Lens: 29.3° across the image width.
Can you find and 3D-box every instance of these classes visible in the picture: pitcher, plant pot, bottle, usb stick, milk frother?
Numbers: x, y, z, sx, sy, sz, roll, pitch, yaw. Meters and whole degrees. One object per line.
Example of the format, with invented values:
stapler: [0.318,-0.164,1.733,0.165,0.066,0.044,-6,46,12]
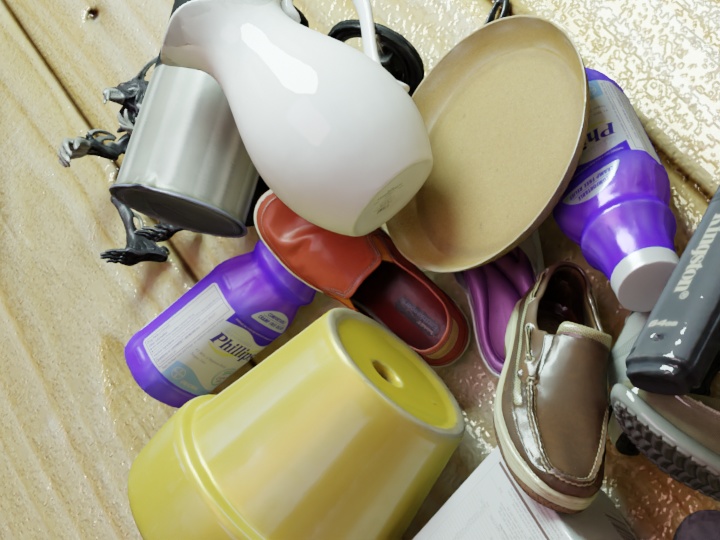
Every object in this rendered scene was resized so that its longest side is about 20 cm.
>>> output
pitcher: [-0.023,-0.137,1.025,0.171,0.121,0.200,-36,74,-24]
plant pot: [-0.033,0.137,0.986,0.189,0.201,0.201,-49,53,16]
plant pot: [0.093,-0.089,1.002,0.200,0.027,0.201,-28,50,39]
bottle: [0.173,-0.057,0.964,0.083,0.065,0.200,-37,40,23]
usb stick: [0.227,-0.007,0.866,0.055,0.033,0.200,3,52,48]
bottle: [-0.099,0.031,1.140,0.200,0.084,0.065,-38,58,10]
milk frother: [-0.073,-0.121,1.122,0.200,0.180,0.189,5,75,43]

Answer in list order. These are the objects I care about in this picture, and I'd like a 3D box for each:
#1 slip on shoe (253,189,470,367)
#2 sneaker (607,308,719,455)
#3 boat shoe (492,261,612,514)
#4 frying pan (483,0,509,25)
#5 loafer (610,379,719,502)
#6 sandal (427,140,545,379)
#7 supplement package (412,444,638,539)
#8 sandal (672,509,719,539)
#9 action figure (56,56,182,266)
slip on shoe: [0.000,0.000,1.054,0.200,0.061,0.074,40,91,12]
sneaker: [0.226,0.031,0.924,0.200,0.074,0.079,-47,49,14]
boat shoe: [0.130,0.065,0.900,0.203,0.075,0.075,-90,20,-54]
frying pan: [0.089,-0.122,1.103,0.115,0.031,0.190,44,104,34]
loafer: [0.251,0.115,0.858,0.200,0.075,0.070,30,76,10]
sandal: [0.095,-0.014,1.031,0.082,0.050,0.203,-29,69,22]
supplement package: [0.088,0.232,0.912,0.200,0.109,0.114,-50,34,14]
sandal: [0.206,0.252,0.877,0.075,0.048,0.201,2,75,36]
action figure: [-0.210,-0.113,1.268,0.119,0.102,0.200,-30,60,38]
